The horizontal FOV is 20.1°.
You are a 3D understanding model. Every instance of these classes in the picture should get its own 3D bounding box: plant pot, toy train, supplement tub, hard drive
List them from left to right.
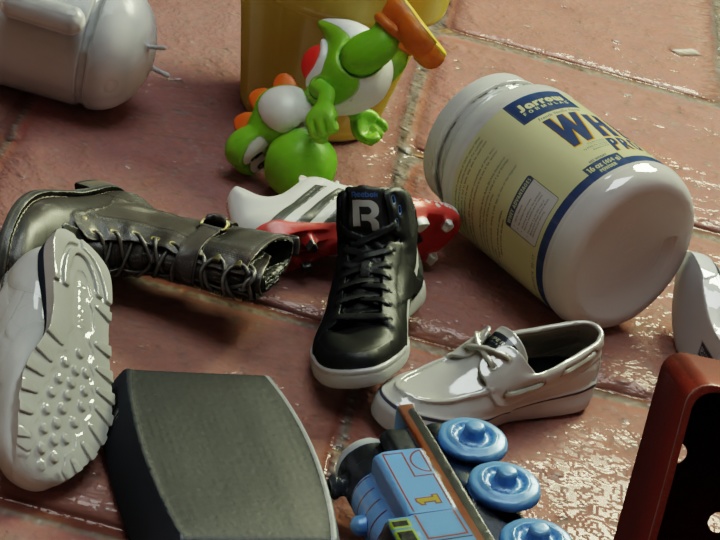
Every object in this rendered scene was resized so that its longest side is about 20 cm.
[{"bbox_3d":[-0.087,0.127,1.271,0.134,0.043,0.200,4,29,-20],"label":"hard drive"},{"bbox_3d":[-0.027,-0.226,1.811,0.199,0.190,0.201,12,26,-6],"label":"plant pot"},{"bbox_3d":[0.052,0.159,1.241,0.113,0.087,0.200,-3,32,-20],"label":"toy train"},{"bbox_3d":[0.156,-0.061,1.640,0.144,0.146,0.200,-7,34,-37],"label":"supplement tub"},{"bbox_3d":[0.253,0.152,1.257,0.198,0.201,0.176,11,14,-7],"label":"plant pot"}]

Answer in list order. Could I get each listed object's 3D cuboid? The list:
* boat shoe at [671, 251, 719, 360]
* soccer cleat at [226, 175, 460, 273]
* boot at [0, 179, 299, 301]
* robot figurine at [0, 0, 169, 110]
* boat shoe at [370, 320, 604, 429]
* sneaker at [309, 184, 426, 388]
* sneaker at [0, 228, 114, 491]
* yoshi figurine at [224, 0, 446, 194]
[{"bbox_3d":[0.294,0.056,1.572,0.067,0.072,0.200,6,31,-14],"label":"boat shoe"},{"bbox_3d":[-0.012,-0.041,1.599,0.199,0.069,0.085,-8,49,-29],"label":"soccer cleat"},{"bbox_3d":[-0.149,-0.013,1.451,0.173,0.070,0.200,15,24,19],"label":"boot"},{"bbox_3d":[-0.259,-0.204,1.731,0.199,0.114,0.170,16,-1,1],"label":"robot figurine"},{"bbox_3d":[0.095,0.073,1.443,0.199,0.066,0.072,-5,33,-33],"label":"boat shoe"},{"bbox_3d":[0.000,0.000,1.469,0.072,0.113,0.200,-3,21,11],"label":"sneaker"},{"bbox_3d":[-0.209,0.067,1.304,0.076,0.080,0.201,47,29,-34],"label":"sneaker"},{"bbox_3d":[-0.015,-0.129,1.682,0.113,0.200,0.112,50,6,-29],"label":"yoshi figurine"}]
